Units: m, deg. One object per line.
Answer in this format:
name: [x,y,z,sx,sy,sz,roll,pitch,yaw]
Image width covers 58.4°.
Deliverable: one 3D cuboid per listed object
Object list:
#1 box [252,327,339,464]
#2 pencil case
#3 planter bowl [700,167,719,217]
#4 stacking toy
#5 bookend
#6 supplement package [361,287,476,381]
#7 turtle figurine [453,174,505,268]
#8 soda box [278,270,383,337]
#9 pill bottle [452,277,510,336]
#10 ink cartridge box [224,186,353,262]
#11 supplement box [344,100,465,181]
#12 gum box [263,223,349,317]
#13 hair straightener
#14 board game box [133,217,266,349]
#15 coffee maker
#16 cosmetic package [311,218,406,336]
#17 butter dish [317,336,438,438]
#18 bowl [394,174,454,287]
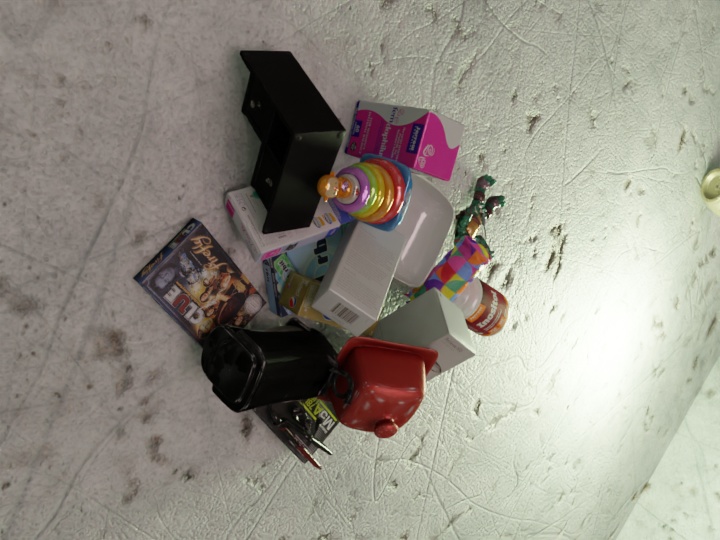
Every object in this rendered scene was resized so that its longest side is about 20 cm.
box: [-0.104,0.248,1.271,0.194,0.047,0.201,-48,130,-20]
pencil case: [0.183,0.015,1.361,0.200,0.089,0.088,-45,135,18]
planter bowl: [1.265,-0.279,2.220,0.132,0.200,0.204,12,98,-15]
stacking toy: [-0.007,-0.129,1.021,0.199,0.108,0.118,-4,114,-61]
bookend: [-0.132,-0.205,1.025,0.091,0.202,0.200,-11,146,-34]
supplement package: [0.114,0.149,1.315,0.198,0.119,0.116,-33,135,22]
turtle figurine: [0.258,-0.105,1.434,0.202,0.099,0.151,-63,150,-26]
soda box: [-0.051,0.064,1.179,0.198,0.067,0.065,23,91,-44]
pill bottle: [0.250,0.072,1.478,0.198,0.112,0.115,27,87,-43]
ink cartridge box: [-0.118,-0.099,1.098,0.198,0.042,0.121,-22,74,-32]
supplement box: [0.076,-0.235,1.158,0.102,0.198,0.103,10,98,-42]
gum box: [-0.086,-0.029,1.192,0.198,0.044,0.173,-23,119,-35]
hair straightener: [-0.110,0.299,1.236,0.077,0.041,0.201,-46,125,-16]
board game box: [-0.259,0.034,1.068,0.136,0.034,0.201,-48,130,-18]
coffee maker: [-0.136,0.158,1.076,0.199,0.189,0.138,3,95,-57]
cosmetic package: [0.000,0.000,1.120,0.101,0.071,0.202,34,49,-12]
butter dish: [0.037,0.240,1.197,0.196,0.150,0.201,12,132,-21]
bowl: [0.088,-0.087,1.306,0.199,0.074,0.203,31,84,-42]
